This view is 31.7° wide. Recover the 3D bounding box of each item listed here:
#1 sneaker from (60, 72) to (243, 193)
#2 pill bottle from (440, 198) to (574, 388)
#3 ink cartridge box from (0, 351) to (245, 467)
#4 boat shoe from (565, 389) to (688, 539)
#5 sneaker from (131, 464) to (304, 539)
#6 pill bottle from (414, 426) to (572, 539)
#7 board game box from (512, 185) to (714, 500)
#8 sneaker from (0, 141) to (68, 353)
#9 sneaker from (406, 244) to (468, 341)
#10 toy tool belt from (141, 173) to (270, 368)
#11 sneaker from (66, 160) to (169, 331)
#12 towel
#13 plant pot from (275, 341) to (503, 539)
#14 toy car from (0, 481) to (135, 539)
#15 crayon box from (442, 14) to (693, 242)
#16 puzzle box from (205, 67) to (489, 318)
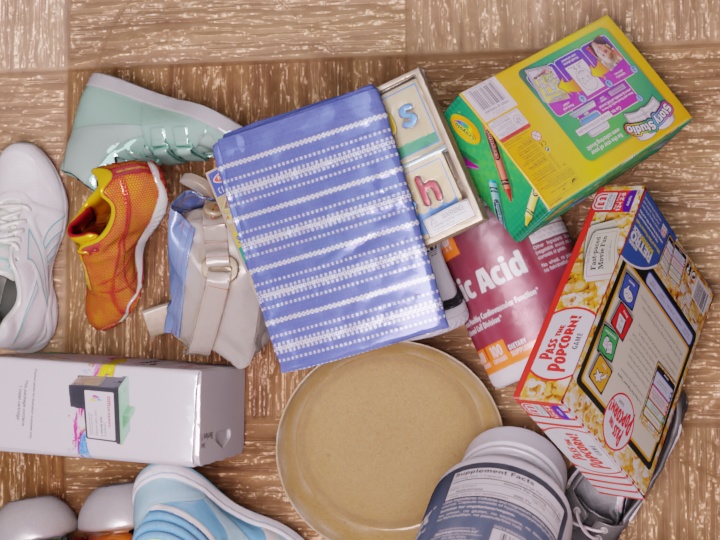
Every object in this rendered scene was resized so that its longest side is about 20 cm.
[{"bbox_3d":[-0.180,-0.098,1.162,0.200,0.074,0.118,19,84,20],"label":"sneaker"},{"bbox_3d":[0.124,-0.012,1.082,0.114,0.114,0.200,-25,83,8],"label":"pill bottle"},{"bbox_3d":[-0.215,0.119,1.123,0.200,0.145,0.084,3,88,11],"label":"ink cartridge box"},{"bbox_3d":[0.213,0.179,1.086,0.067,0.057,0.200,32,93,10],"label":"boat shoe"},{"bbox_3d":[-0.117,0.261,1.078,0.200,0.131,0.080,34,113,-17],"label":"sneaker"},{"bbox_3d":[0.104,0.217,1.003,0.119,0.200,0.120,8,120,14],"label":"pill bottle"},{"bbox_3d":[0.208,0.057,1.010,0.046,0.152,0.200,1,55,42],"label":"board game box"},{"bbox_3d":[-0.319,-0.023,1.183,0.070,0.080,0.201,-2,86,12],"label":"sneaker"},{"bbox_3d":[0.000,0.000,1.089,0.200,0.075,0.115,-4,102,43],"label":"sneaker"},{"bbox_3d":[-0.134,-0.020,1.115,0.123,0.125,0.200,12,114,12],"label":"toy tool belt"},{"bbox_3d":[-0.228,-0.023,1.130,0.077,0.200,0.073,-5,47,-27],"label":"sneaker"},{"bbox_3d":[-0.025,-0.032,0.995,0.145,0.024,0.200,-17,87,15],"label":"towel"},{"bbox_3d":[0.026,0.154,1.111,0.200,0.027,0.201,0,103,0],"label":"plant pot"},{"bbox_3d":[-0.254,0.286,1.120,0.200,0.150,0.175,-10,86,10],"label":"toy car"},{"bbox_3d":[0.169,-0.121,1.050,0.200,0.058,0.119,-31,79,-34],"label":"crayon box"},{"bbox_3d":[-0.013,-0.060,1.012,0.200,0.025,0.133,-25,83,15],"label":"puzzle box"}]
